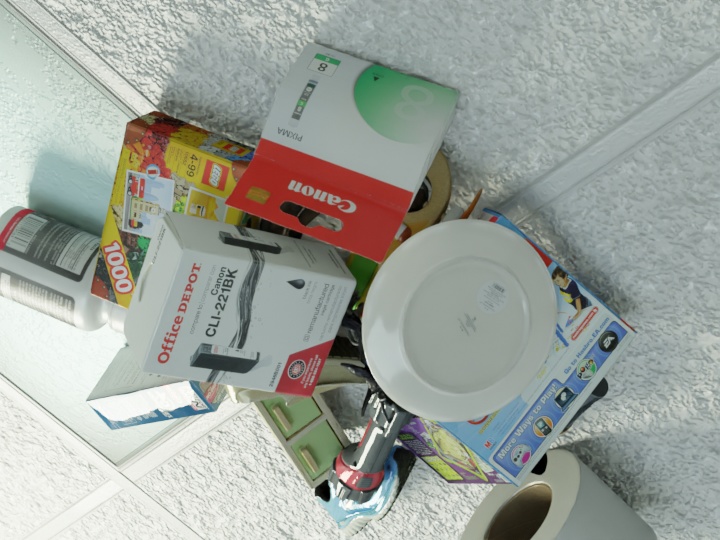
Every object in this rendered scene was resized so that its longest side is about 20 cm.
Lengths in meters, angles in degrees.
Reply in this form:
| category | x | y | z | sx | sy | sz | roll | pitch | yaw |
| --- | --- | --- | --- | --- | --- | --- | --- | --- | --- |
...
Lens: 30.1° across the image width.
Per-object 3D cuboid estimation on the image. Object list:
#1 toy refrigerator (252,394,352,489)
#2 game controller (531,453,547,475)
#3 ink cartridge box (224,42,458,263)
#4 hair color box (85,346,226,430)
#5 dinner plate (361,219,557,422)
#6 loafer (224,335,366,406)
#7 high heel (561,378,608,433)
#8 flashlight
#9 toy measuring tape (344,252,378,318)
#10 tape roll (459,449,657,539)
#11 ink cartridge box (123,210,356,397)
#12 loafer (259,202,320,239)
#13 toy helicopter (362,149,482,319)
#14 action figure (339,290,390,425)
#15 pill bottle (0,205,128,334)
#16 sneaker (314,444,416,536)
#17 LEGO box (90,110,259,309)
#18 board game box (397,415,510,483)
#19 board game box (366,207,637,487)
| category | x | y | z | sx | sy | sz | roll | pitch | yaw |
| --- | --- | --- | --- | --- | --- | --- | --- | --- | --- |
| toy refrigerator | -0.085 | 0.165 | 1.630 | 0.201 | 0.075 | 0.070 | 61 | 170 | -31 |
| game controller | 0.127 | 0.158 | 1.501 | 0.199 | 0.042 | 0.105 | 31 | 149 | 33 |
| ink cartridge box | -0.015 | -0.115 | 1.236 | 0.159 | 0.201 | 0.050 | 20 | 138 | 9 |
| hair color box | -0.246 | 0.137 | 1.693 | 0.198 | 0.101 | 0.061 | -14 | 125 | 39 |
| dinner plate | 0.099 | 0.052 | 1.283 | 0.200 | 0.200 | 0.024 | 47 | 178 | -20 |
| loafer | -0.069 | 0.118 | 1.544 | 0.197 | 0.076 | 0.069 | 1 | 109 | -13 |
| high heel | 0.160 | 0.108 | 1.466 | 0.199 | 0.072 | 0.143 | 34 | 148 | 0 |
| flashlight | 0.017 | 0.193 | 1.565 | 0.067 | 0.068 | 0.201 | 37 | 136 | 16 |
| toy measuring tape | 0.000 | 0.000 | 1.441 | 0.073 | 0.074 | 0.201 | 25 | 139 | 5 |
| tape roll | 0.224 | 0.328 | 1.541 | 0.139 | 0.204 | 0.202 | 42 | 137 | -16 |
| ink cartridge box | -0.125 | 0.037 | 1.370 | 0.198 | 0.084 | 0.146 | 12 | 112 | -28 |
| loafer | -0.051 | -0.083 | 1.385 | 0.070 | 0.073 | 0.201 | 26 | 139 | 3 |
| toy helicopter | 0.047 | -0.029 | 1.310 | 0.130 | 0.203 | 0.079 | 8 | 170 | 4 |
| action figure | 0.041 | 0.053 | 1.398 | 0.118 | 0.102 | 0.202 | 18 | 100 | -23 |
| pill bottle | -0.347 | 0.006 | 1.613 | 0.198 | 0.111 | 0.111 | 22 | 139 | 9 |
| sneaker | -0.002 | 0.272 | 1.709 | 0.090 | 0.079 | 0.200 | 38 | 138 | -5 |
| LEGO box | -0.191 | -0.049 | 1.436 | 0.147 | 0.077 | 0.202 | 20 | 111 | 10 |
| board game box | 0.104 | 0.201 | 1.554 | 0.120 | 0.032 | 0.200 | 38 | 162 | -10 |
| board game box | 0.142 | 0.077 | 1.344 | 0.195 | 0.201 | 0.056 | 39 | 179 | -16 |
